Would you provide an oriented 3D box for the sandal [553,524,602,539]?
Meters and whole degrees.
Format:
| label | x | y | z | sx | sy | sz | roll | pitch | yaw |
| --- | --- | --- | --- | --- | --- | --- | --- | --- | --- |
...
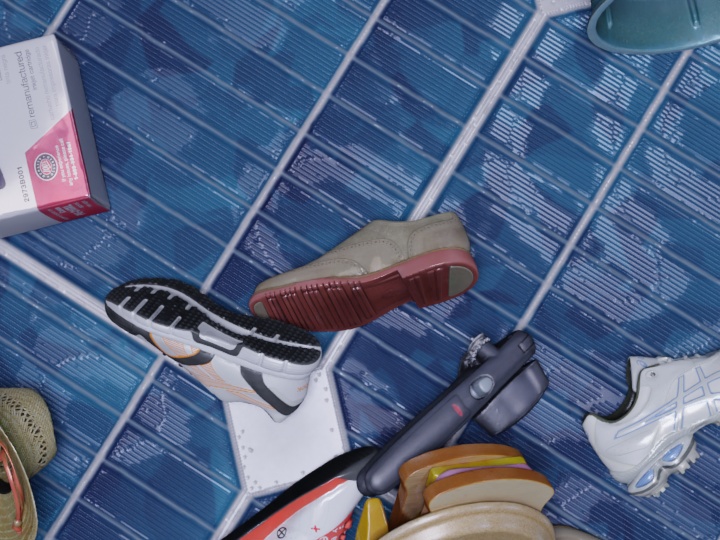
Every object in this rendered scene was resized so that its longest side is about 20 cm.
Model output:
| label | x | y | z | sx | sy | sz | roll | pitch | yaw |
| --- | --- | --- | --- | --- | --- | --- | --- | --- | --- |
| sandal | 0.235 | 0.270 | 1.001 | 0.199 | 0.054 | 0.081 | 18 | 86 | 2 |

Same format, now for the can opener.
| label | x | y | z | sx | sy | sz | roll | pitch | yaw |
| --- | --- | --- | --- | --- | --- | --- | --- | --- | --- |
| can opener | 0.076 | 0.119 | 0.987 | 0.200 | 0.063 | 0.079 | -35 | 78 | -26 |

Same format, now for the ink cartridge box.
| label | x | y | z | sx | sy | sz | roll | pitch | yaw |
| --- | --- | --- | --- | --- | --- | --- | --- | --- | --- |
| ink cartridge box | -0.334 | -0.102 | 1.024 | 0.199 | 0.084 | 0.146 | -14 | 85 | 0 |

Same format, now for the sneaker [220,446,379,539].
| label | x | y | z | sx | sy | sz | roll | pitch | yaw |
| --- | --- | --- | --- | --- | --- | --- | --- | --- | --- |
| sneaker | -0.043 | 0.244 | 1.005 | 0.201 | 0.067 | 0.108 | -35 | 95 | -6 |

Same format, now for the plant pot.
| label | x | y | z | sx | sy | sz | roll | pitch | yaw |
| --- | --- | --- | --- | --- | --- | --- | --- | --- | --- |
| plant pot | 0.268 | -0.310 | 0.988 | 0.199 | 0.200 | 0.197 | -9 | 77 | 0 |

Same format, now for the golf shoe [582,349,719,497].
| label | x | y | z | sx | sy | sz | roll | pitch | yaw |
| --- | --- | --- | --- | --- | --- | --- | --- | --- | --- |
| golf shoe | 0.276 | 0.095 | 1.007 | 0.200 | 0.078 | 0.097 | -43 | 80 | -3 |

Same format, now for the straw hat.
| label | x | y | z | sx | sy | sz | roll | pitch | yaw |
| --- | --- | --- | --- | --- | --- | --- | --- | --- | --- |
| straw hat | -0.303 | 0.141 | 1.000 | 0.085 | 0.201 | 0.201 | -32 | 84 | -43 |

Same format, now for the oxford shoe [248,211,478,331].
| label | x | y | z | sx | sy | sz | roll | pitch | yaw |
| --- | --- | --- | --- | --- | --- | --- | --- | --- | --- |
| oxford shoe | 0.000 | 0.000 | 1.032 | 0.199 | 0.071 | 0.075 | -11 | 54 | 5 |

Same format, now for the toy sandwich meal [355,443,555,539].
| label | x | y | z | sx | sy | sz | roll | pitch | yaw |
| --- | --- | --- | --- | --- | --- | --- | --- | --- | --- |
| toy sandwich meal | 0.067 | 0.225 | 0.967 | 0.204 | 0.206 | 0.070 | -20 | 47 | -1 |

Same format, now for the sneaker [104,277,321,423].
| label | x | y | z | sx | sy | sz | roll | pitch | yaw |
| --- | --- | --- | --- | --- | --- | --- | --- | --- | --- |
| sneaker | -0.133 | 0.069 | 1.015 | 0.199 | 0.074 | 0.080 | 22 | 122 | 15 |
